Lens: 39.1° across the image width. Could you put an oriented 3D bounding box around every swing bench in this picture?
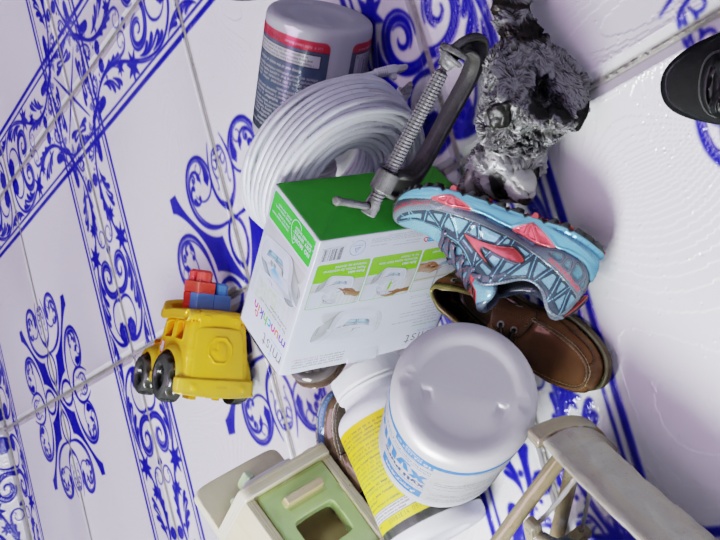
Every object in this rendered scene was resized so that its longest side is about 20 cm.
[{"bbox_3d":[0.216,0.255,0.855,0.199,0.129,0.201,46,128,40],"label":"swing bench"}]

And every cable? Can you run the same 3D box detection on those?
[{"bbox_3d":[-0.026,-0.106,1.041,0.069,0.199,0.201,48,139,33],"label":"cable"}]

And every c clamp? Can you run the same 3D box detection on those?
[{"bbox_3d":[0.059,-0.132,0.925,0.027,0.171,0.201,31,96,18],"label":"c clamp"}]

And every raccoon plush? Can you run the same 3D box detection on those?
[{"bbox_3d":[0.141,-0.156,0.922,0.134,0.096,0.201,120,160,-60],"label":"raccoon plush"}]

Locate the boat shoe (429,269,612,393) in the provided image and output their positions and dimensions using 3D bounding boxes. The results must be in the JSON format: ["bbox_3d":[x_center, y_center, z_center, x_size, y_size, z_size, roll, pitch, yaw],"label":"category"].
[{"bbox_3d":[0.144,0.061,0.955,0.200,0.068,0.072,32,122,46],"label":"boat shoe"}]

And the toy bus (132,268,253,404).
[{"bbox_3d":[-0.244,0.095,1.486,0.199,0.135,0.194,-1,84,58],"label":"toy bus"}]

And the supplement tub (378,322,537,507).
[{"bbox_3d":[0.085,0.141,0.948,0.200,0.131,0.133,96,151,-66],"label":"supplement tub"}]

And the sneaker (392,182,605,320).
[{"bbox_3d":[0.108,-0.014,0.901,0.199,0.079,0.096,19,83,25],"label":"sneaker"}]

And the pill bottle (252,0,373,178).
[{"bbox_3d":[-0.060,-0.190,1.138,0.120,0.119,0.201,41,129,43],"label":"pill bottle"}]

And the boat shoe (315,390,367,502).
[{"bbox_3d":[0.005,0.237,1.211,0.072,0.072,0.202,2,110,50],"label":"boat shoe"}]

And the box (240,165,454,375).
[{"bbox_3d":[0.000,0.000,1.032,0.097,0.199,0.177,51,137,36],"label":"box"}]

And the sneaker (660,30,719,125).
[{"bbox_3d":[0.276,-0.134,0.695,0.199,0.087,0.076,10,107,54],"label":"sneaker"}]

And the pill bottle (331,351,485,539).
[{"bbox_3d":[0.045,0.195,1.095,0.113,0.112,0.201,-50,58,48],"label":"pill bottle"}]

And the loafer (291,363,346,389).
[{"bbox_3d":[-0.031,0.071,1.152,0.072,0.200,0.071,3,125,13],"label":"loafer"}]

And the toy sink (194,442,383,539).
[{"bbox_3d":[-0.079,0.285,1.172,0.200,0.130,0.112,50,139,21],"label":"toy sink"}]
